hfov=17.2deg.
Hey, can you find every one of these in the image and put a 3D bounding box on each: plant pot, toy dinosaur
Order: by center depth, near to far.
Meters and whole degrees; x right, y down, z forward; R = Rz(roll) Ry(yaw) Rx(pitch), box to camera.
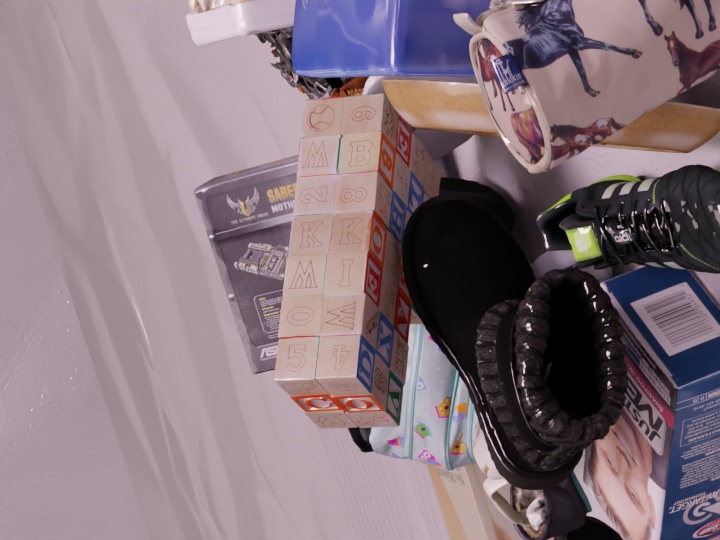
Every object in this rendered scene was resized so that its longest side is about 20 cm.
[{"bbox_3d":[0.075,-0.199,1.338,0.200,0.199,0.181,-164,72,-71],"label":"plant pot"},{"bbox_3d":[0.110,-0.087,1.356,0.200,0.199,0.028,-168,83,-71],"label":"plant pot"},{"bbox_3d":[-0.018,-0.170,1.907,0.200,0.102,0.136,6,131,52],"label":"toy dinosaur"}]

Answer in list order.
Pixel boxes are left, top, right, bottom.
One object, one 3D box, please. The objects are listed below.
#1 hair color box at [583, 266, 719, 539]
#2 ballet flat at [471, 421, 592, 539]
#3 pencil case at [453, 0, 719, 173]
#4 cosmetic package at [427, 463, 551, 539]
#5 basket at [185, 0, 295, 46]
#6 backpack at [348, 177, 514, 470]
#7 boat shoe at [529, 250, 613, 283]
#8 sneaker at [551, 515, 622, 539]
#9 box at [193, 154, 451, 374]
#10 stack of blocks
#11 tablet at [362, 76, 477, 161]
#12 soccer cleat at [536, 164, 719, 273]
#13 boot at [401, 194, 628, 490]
[{"bbox_3d":[0.195,0.098,1.527,0.201,0.060,0.100,88,157,-46],"label":"hair color box"},{"bbox_3d":[0.114,0.129,1.617,0.073,0.073,0.200,59,173,34],"label":"ballet flat"},{"bbox_3d":[0.150,-0.133,1.195,0.090,0.199,0.078,62,173,-20],"label":"pencil case"},{"bbox_3d":[0.095,0.139,1.872,0.105,0.071,0.201,178,74,-74],"label":"cosmetic package"},{"bbox_3d":[-0.019,-0.233,1.615,0.135,0.199,0.124,-175,73,-71],"label":"basket"},{"bbox_3d":[0.056,0.046,1.728,0.167,0.126,0.201,-39,-44,-66],"label":"backpack"},{"bbox_3d":[0.146,0.060,1.616,0.202,0.074,0.086,95,152,-58],"label":"boat shoe"},{"bbox_3d":[0.205,0.233,1.649,0.200,0.079,0.096,52,145,35],"label":"sneaker"},{"bbox_3d":[-0.016,-0.017,1.863,0.048,0.199,0.159,-35,-71,-65],"label":"box"},{"bbox_3d":[0.000,0.000,1.560,0.115,0.058,0.201,50,-139,-57],"label":"stack of blocks"},{"bbox_3d":[0.045,-0.111,1.651,0.014,0.130,0.200,55,160,16],"label":"tablet"},{"bbox_3d":[0.171,-0.024,1.429,0.200,0.081,0.068,-174,65,-72],"label":"soccer cleat"},{"bbox_3d":[0.096,0.025,1.465,0.158,0.079,0.212,100,145,-70],"label":"boot"}]
